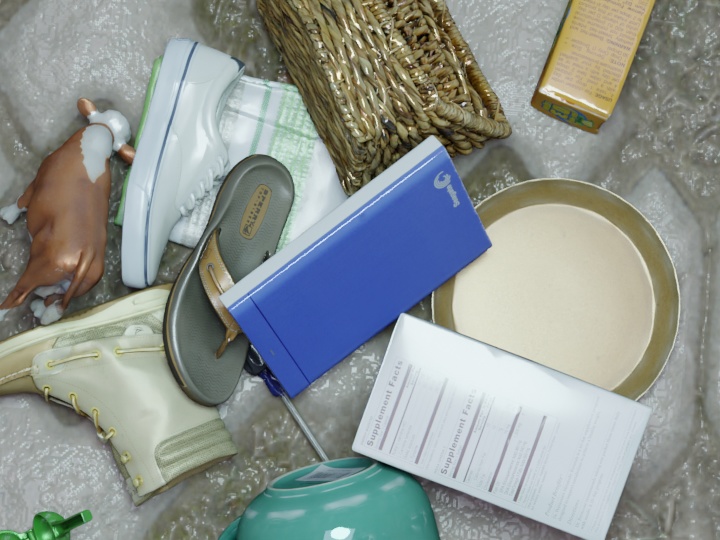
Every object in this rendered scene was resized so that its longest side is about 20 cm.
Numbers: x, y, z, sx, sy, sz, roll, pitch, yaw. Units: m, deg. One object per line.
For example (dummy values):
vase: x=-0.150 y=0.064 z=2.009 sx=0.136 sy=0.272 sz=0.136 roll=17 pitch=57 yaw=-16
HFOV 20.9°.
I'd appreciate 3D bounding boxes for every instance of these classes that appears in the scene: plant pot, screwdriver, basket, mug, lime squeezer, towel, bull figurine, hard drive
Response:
plant pot: x=0.155 y=0.027 z=1.560 sx=0.198 sy=0.027 sz=0.202 roll=0 pitch=84 yaw=-1
screwdriver: x=-0.053 y=0.112 z=1.549 sx=0.028 sy=0.029 sz=0.201 roll=-34 pitch=90 yaw=-5
basket: x=0.020 y=-0.184 z=1.504 sx=0.148 sy=0.143 sz=0.201 roll=-22 pitch=71 yaw=-10
mug: x=-0.032 y=0.209 z=1.461 sx=0.184 sy=0.152 sz=0.115 roll=-12 pitch=96 yaw=0
lime squeezer: x=-0.268 y=0.219 z=1.509 sx=0.199 sy=0.071 sz=0.038 roll=-25 pitch=101 yaw=25
towel: x=-0.085 y=-0.082 z=1.565 sx=0.198 sy=0.031 sz=0.150 roll=13 pitch=82 yaw=0
bull figurine: x=-0.229 y=-0.042 z=1.508 sx=0.065 sy=0.201 sz=0.121 roll=32 pitch=123 yaw=-23
hard drive: x=0.000 y=0.000 z=1.486 sx=0.200 sy=0.132 sz=0.025 roll=-37 pitch=51 yaw=-5

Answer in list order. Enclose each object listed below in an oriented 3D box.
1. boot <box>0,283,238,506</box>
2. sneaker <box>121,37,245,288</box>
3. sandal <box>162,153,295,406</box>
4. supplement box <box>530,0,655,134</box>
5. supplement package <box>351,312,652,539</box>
boot: x=-0.208 y=0.113 z=1.519 sx=0.199 sy=0.073 sz=0.156 roll=-20 pitch=85 yaw=-8
sneaker: x=-0.138 y=-0.081 z=1.520 sx=0.070 sy=0.073 sz=0.202 roll=13 pitch=86 yaw=1
sandal: x=-0.092 y=0.006 z=1.503 sx=0.081 sy=0.054 sz=0.201 roll=31 pitch=75 yaw=-34
supplement box: x=0.201 y=-0.217 z=1.571 sx=0.068 sy=0.067 sz=0.201 roll=19 pitch=82 yaw=1
supplement package: x=0.104 y=0.118 z=1.478 sx=0.199 sy=0.114 sz=0.110 roll=21 pitch=88 yaw=2
